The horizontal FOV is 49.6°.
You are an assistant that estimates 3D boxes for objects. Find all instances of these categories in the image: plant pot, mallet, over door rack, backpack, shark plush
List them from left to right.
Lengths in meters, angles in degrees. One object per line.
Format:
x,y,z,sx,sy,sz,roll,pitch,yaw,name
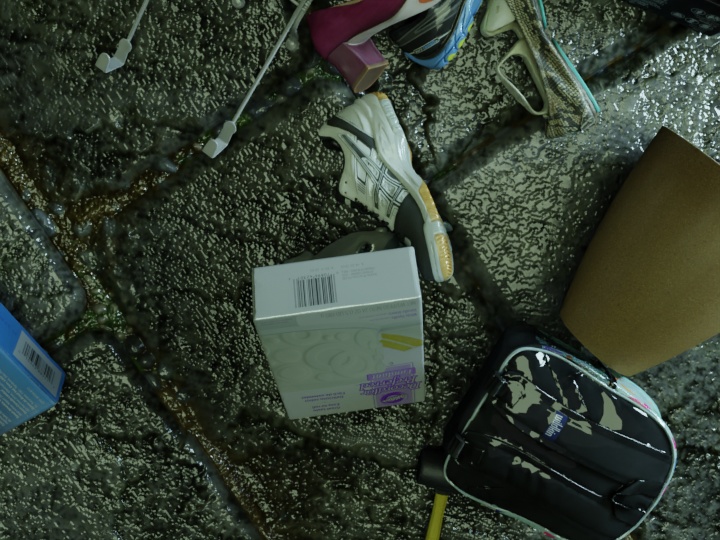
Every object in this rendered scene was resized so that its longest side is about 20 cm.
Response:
-0.141,-0.236,0.749,0.148,0.067,0.200,38,110,-2,over door rack
0.000,0.000,0.805,0.200,0.091,0.083,-37,119,-15,shark plush
0.089,0.290,0.849,0.066,0.041,0.201,4,103,2,mallet
0.196,0.164,0.769,0.200,0.151,0.178,29,105,4,backpack
0.290,-0.001,0.742,0.186,0.186,0.200,38,108,-6,plant pot

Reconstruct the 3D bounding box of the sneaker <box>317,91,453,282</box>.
0.023,-0.071,0.759,0.087,0.076,0.201,-25,75,5,sneaker

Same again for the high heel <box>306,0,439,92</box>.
0.018,-0.259,0.699,0.096,0.067,0.200,54,130,10,high heel

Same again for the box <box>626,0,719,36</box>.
0.280,-0.313,0.703,0.199,0.132,0.115,22,95,-4,box

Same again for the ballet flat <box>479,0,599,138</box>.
0.161,-0.219,0.754,0.075,0.068,0.200,-24,102,13,ballet flat

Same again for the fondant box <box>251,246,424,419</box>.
-0.014,0.066,0.738,0.144,0.200,0.058,-8,55,0,fondant box

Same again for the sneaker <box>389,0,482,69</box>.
0.086,-0.295,0.735,0.082,0.071,0.200,21,101,-10,sneaker

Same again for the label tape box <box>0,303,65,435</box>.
-0.427,0.117,0.779,0.200,0.063,0.144,-28,120,4,label tape box
